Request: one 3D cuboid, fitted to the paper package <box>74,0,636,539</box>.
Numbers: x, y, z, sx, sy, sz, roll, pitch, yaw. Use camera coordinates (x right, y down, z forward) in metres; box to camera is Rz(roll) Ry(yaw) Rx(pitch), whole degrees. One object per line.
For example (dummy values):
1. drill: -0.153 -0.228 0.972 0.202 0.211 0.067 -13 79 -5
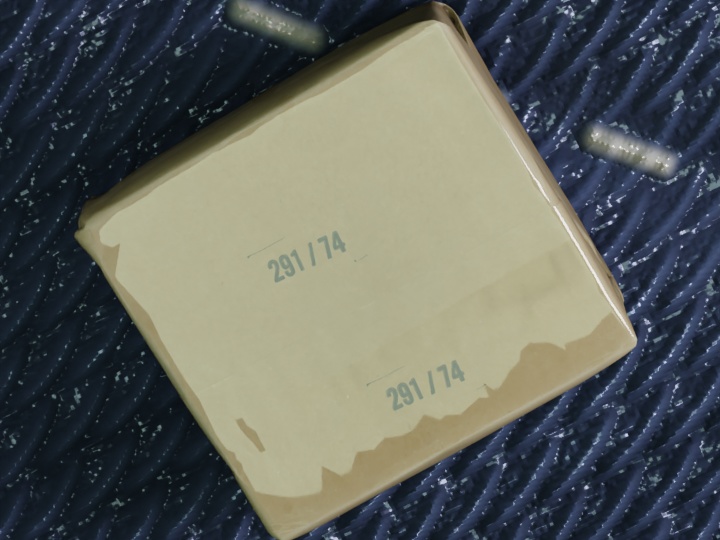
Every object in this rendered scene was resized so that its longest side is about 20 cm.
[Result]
1. paper package: 0.000 0.000 1.117 0.200 0.103 0.191 -31 98 7
